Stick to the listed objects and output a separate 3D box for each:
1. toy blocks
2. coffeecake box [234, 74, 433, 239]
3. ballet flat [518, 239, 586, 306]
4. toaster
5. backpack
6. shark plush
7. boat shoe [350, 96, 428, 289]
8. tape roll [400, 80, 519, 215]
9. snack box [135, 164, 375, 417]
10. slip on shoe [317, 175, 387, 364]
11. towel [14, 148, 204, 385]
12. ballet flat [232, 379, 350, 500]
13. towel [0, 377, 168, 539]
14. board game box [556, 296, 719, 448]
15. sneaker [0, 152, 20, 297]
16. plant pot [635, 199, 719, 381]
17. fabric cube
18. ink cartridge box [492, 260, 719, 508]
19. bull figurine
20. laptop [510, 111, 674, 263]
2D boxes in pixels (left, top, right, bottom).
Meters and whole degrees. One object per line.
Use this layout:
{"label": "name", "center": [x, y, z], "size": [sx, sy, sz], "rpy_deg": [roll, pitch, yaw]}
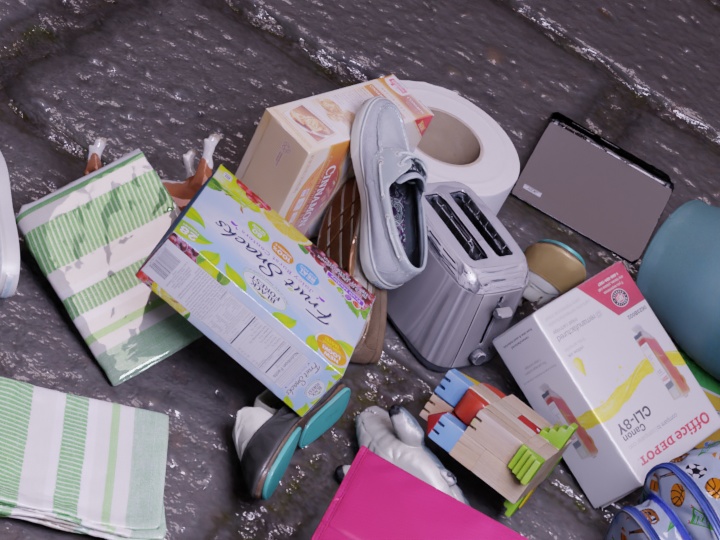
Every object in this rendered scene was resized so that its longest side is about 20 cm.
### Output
{"label": "toy blocks", "center": [0.120, 0.149, 1.583], "size": [0.136, 0.100, 0.200], "rpy_deg": [37, 11, 12]}
{"label": "coffeecake box", "center": [-0.037, -0.112, 1.771], "size": [0.199, 0.154, 0.073], "rpy_deg": [-22, 60, -45]}
{"label": "ballet flat", "center": [0.188, 0.011, 1.765], "size": [0.068, 0.063, 0.200], "rpy_deg": [35, -7, -3]}
{"label": "toaster", "center": [0.087, -0.003, 1.741], "size": [0.113, 0.130, 0.200], "rpy_deg": [-6, 49, -38]}
{"label": "backpack", "center": [0.318, 0.255, 1.538], "size": [0.153, 0.191, 0.200], "rpy_deg": [-20, 56, -25]}
{"label": "shark plush", "center": [0.073, 0.196, 1.559], "size": [0.199, 0.091, 0.083], "rpy_deg": [31, 6, 14]}
{"label": "boat shoe", "center": [0.039, -0.083, 1.670], "size": [0.070, 0.071, 0.202], "rpy_deg": [12, 69, -42]}
{"label": "tape roll", "center": [0.082, -0.131, 1.936], "size": [0.201, 0.071, 0.203], "rpy_deg": [16, 39, -14]}
{"label": "snack box", "center": [-0.092, 0.016, 1.540], "size": [0.200, 0.068, 0.169], "rpy_deg": [40, 26, -7]}
{"label": "slip on shoe", "center": [0.000, 0.000, 1.703], "size": [0.060, 0.076, 0.201], "rpy_deg": [23, 54, -33]}
{"label": "towel", "center": [-0.220, -0.006, 1.581], "size": [0.152, 0.023, 0.200], "rpy_deg": [-28, 73, -22]}
{"label": "ballet flat", "center": [-0.076, 0.147, 1.527], "size": [0.068, 0.068, 0.200], "rpy_deg": [25, 26, 12]}
{"label": "towel", "center": [-0.261, 0.155, 1.417], "size": [0.199, 0.023, 0.153], "rpy_deg": [15, 39, -17]}
{"label": "board game box", "center": [0.307, 0.110, 1.821], "size": [0.199, 0.040, 0.154], "rpy_deg": [17, 38, -14]}
{"label": "sneaker", "center": [-0.375, -0.061, 1.568], "size": [0.081, 0.074, 0.201], "rpy_deg": [5, 42, -32]}
{"label": "plant pot", "center": [0.407, 0.024, 1.807], "size": [0.187, 0.201, 0.200], "rpy_deg": [31, 34, 30]}
{"label": "fabric cube", "center": [0.023, 0.300, 1.298], "size": [0.199, 0.197, 0.200], "rpy_deg": [28, 38, 3]}
{"label": "ink cartridge box", "center": [0.251, 0.114, 1.682], "size": [0.145, 0.083, 0.201], "rpy_deg": [-27, 83, -37]}
{"label": "bull figurine", "center": [-0.186, -0.069, 1.670], "size": [0.199, 0.065, 0.122], "rpy_deg": [-1, 69, -17]}
{"label": "laptop", "center": [0.291, -0.108, 2.089], "size": [0.177, 0.104, 0.200], "rpy_deg": [30, 12, 2]}
